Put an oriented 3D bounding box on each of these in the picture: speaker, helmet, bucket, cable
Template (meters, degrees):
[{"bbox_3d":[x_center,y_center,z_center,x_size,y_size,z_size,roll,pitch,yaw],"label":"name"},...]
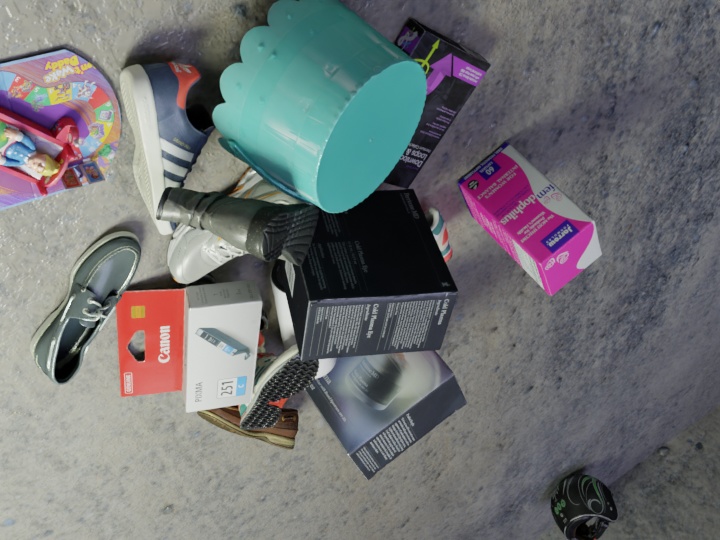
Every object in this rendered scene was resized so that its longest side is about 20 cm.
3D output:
[{"bbox_3d":[-0.078,0.068,1.176,0.081,0.081,0.201,-26,142,-19],"label":"speaker"},{"bbox_3d":[0.678,0.718,2.516,0.197,0.191,0.202,1,124,1],"label":"helmet"},{"bbox_3d":[-0.035,-0.169,0.861,0.207,0.134,0.208,-43,157,-23],"label":"bucket"},{"bbox_3d":[-0.173,0.063,1.106,0.097,0.050,0.201,-30,146,-13],"label":"cable"}]

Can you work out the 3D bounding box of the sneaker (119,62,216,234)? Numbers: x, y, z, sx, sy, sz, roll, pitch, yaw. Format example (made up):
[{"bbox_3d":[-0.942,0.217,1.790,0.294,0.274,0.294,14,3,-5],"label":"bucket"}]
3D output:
[{"bbox_3d":[-0.191,-0.124,0.862,0.084,0.075,0.201,-19,141,-24],"label":"sneaker"}]

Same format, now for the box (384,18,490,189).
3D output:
[{"bbox_3d":[0.062,-0.202,1.049,0.142,0.036,0.201,8,125,-47],"label":"box"}]

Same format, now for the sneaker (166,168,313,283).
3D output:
[{"bbox_3d":[-0.142,-0.046,0.979,0.200,0.092,0.076,-42,146,4],"label":"sneaker"}]

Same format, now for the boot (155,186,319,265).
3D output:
[{"bbox_3d":[-0.125,-0.058,0.875,0.200,0.129,0.068,0,108,-77],"label":"boot"}]

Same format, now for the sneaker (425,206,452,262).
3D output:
[{"bbox_3d":[0.041,-0.029,1.195,0.198,0.070,0.094,-24,124,-18],"label":"sneaker"}]

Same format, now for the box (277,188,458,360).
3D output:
[{"bbox_3d":[0.000,0.000,1.029,0.180,0.201,0.105,-3,134,-15],"label":"box"}]

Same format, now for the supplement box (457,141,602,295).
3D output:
[{"bbox_3d":[0.248,-0.077,1.216,0.101,0.200,0.103,-39,146,-2],"label":"supplement box"}]

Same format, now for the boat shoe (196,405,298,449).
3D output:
[{"bbox_3d":[-0.171,0.224,1.285,0.199,0.072,0.068,30,74,-46],"label":"boat shoe"}]

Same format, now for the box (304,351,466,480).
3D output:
[{"bbox_3d":[0.023,0.173,1.285,0.198,0.200,0.124,-36,145,-7],"label":"box"}]

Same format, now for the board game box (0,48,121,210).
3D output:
[{"bbox_3d":[-0.317,-0.117,0.780,0.198,0.039,0.159,-22,142,-25],"label":"board game box"}]

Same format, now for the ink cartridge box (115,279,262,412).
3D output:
[{"bbox_3d":[-0.222,0.105,1.069,0.174,0.045,0.201,-5,133,-18],"label":"ink cartridge box"}]

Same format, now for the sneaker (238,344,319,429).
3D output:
[{"bbox_3d":[-0.127,0.144,1.177,0.070,0.094,0.200,6,139,-32],"label":"sneaker"}]

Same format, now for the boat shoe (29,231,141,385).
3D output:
[{"bbox_3d":[-0.308,0.046,0.951,0.201,0.062,0.073,-51,141,14],"label":"boat shoe"}]
